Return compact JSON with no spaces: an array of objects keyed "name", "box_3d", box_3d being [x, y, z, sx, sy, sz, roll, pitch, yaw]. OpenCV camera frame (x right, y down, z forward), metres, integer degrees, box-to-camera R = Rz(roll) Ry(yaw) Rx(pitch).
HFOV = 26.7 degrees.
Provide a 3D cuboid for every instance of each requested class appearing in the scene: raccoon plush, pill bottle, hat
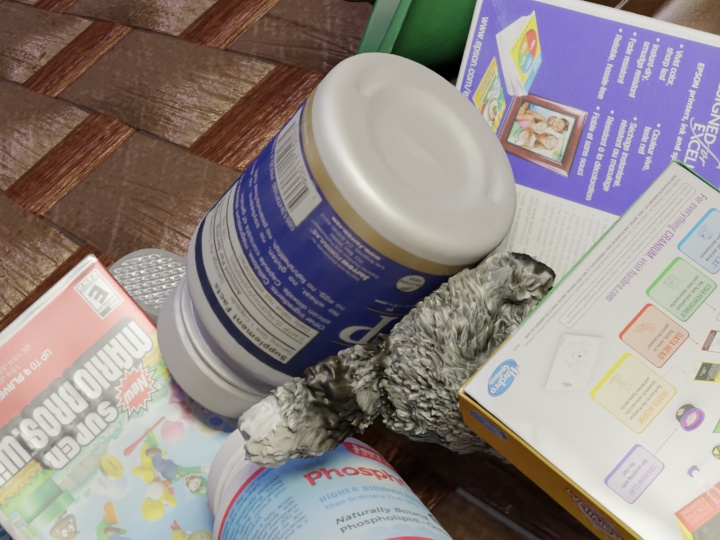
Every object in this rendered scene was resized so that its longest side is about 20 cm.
[{"name":"raccoon plush","box_3d":[0.057,0.087,0.736,0.199,0.097,0.135,-31,70,-4]},{"name":"pill bottle","box_3d":[-0.022,-0.008,0.796,0.200,0.119,0.120,-43,19,41]},{"name":"pill bottle","box_3d":[-0.011,0.149,0.760,0.108,0.109,0.200,-39,30,-4]},{"name":"hat","box_3d":[0.107,-0.156,0.881,0.166,0.174,0.202,-109,41,-77]}]

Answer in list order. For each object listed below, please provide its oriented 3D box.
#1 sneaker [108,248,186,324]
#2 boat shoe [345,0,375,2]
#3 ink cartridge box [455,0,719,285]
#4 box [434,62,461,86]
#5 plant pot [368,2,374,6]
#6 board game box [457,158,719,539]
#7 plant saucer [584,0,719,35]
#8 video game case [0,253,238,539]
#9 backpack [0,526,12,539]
[{"name":"sneaker","box_3d":[-0.088,0.065,0.995,0.075,0.105,0.199,-35,42,-29]},{"name":"boat shoe","box_3d":[0.034,-0.227,1.019,0.201,0.075,0.075,-3,53,44]},{"name":"ink cartridge box","box_3d":[0.130,-0.031,0.788,0.199,0.043,0.200,21,103,29]},{"name":"box","box_3d":[0.050,-0.112,0.937,0.120,0.033,0.201,-29,25,12]},{"name":"plant pot","box_3d":[0.092,-0.274,1.181,0.201,0.195,0.196,-58,31,0]},{"name":"board game box","box_3d":[0.164,0.067,0.650,0.200,0.040,0.153,40,75,23]},{"name":"plant saucer","box_3d":[0.156,-0.157,0.945,0.199,0.032,0.201,-34,23,16]},{"name":"video game case","box_3d":[-0.144,0.111,0.884,0.143,0.200,0.017,-42,-2,-11]},{"name":"backpack","box_3d":[-0.209,0.136,0.980,0.198,0.155,0.164,-3,34,27]}]
